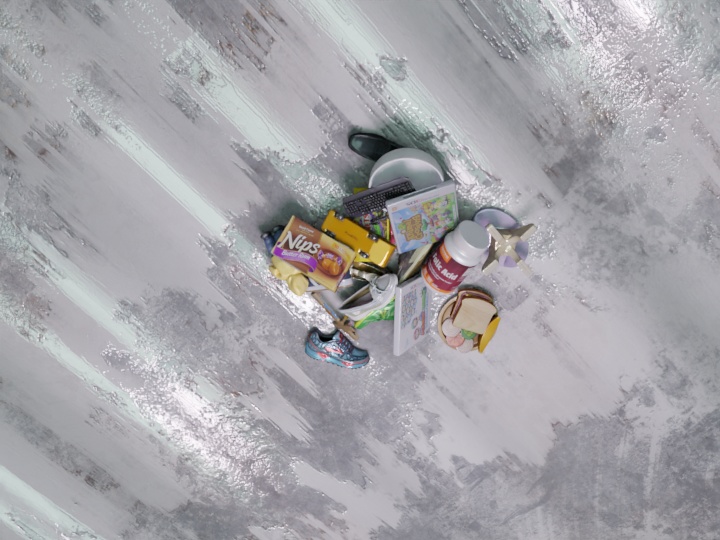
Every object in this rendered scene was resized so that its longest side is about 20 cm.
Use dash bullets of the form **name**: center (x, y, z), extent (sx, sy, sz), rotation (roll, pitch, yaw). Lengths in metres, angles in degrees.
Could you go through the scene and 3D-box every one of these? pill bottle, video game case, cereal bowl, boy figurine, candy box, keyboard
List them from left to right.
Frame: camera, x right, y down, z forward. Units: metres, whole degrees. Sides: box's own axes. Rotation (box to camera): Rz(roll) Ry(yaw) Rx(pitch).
- **boy figurine**: center (-0.197, -0.025, 1.579), extent (0.123, 0.064, 0.202), rotation (-31, 84, 9)
- **candy box**: center (-0.123, -0.044, 1.514), extent (0.198, 0.056, 0.118), rotation (31, 83, 8)
- **candy box**: center (0.031, -0.125, 1.574), extent (0.100, 0.026, 0.204), rotation (0, 96, 12)
- **keyboard**: center (0.059, -0.169, 1.489), extent (0.197, 0.021, 0.127), rotation (-15, 138, 26)
- **cereal bowl**: center (0.118, -0.239, 1.477), extent (0.196, 0.084, 0.202), rotation (2, 142, 2)
- **video game case**: center (0.151, 0.116, 1.619), extent (0.023, 0.181, 0.204), rotation (14, 113, 33)
- **video game case**: center (0.167, -0.136, 1.496), extent (0.179, 0.022, 0.201), rotation (-18, 143, 2)
- **pill bottle**: center (0.255, -0.034, 1.545), extent (0.113, 0.115, 0.201), rotation (25, 136, -8)

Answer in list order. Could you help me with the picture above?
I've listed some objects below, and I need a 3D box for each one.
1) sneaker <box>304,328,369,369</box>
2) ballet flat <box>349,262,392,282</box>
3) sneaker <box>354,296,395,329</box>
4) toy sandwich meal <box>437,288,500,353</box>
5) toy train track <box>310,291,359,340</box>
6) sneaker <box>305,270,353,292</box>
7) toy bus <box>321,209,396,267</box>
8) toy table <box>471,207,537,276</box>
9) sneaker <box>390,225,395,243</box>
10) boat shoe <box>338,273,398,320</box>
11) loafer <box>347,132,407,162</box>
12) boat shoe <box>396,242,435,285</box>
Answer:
- **sneaker**: center (-0.063, 0.228, 1.698), extent (0.196, 0.079, 0.097), rotation (13, 107, -5)
- **ballet flat**: center (0.000, 0.000, 1.621), extent (0.196, 0.076, 0.069), rotation (16, 111, -5)
- **sneaker**: center (0.068, 0.121, 1.664), extent (0.198, 0.074, 0.084), rotation (-32, 103, 10)
- **toy sandwich meal**: center (0.321, 0.156, 1.679), extent (0.201, 0.070, 0.209), rotation (0, 109, 0)
- **toy train track**: center (-0.067, 0.125, 1.654), extent (0.200, 0.114, 0.033), rotation (48, 68, -23)
- **sneaker**: center (-0.109, 0.000, 1.605), extent (0.197, 0.070, 0.111), rotation (-7, 94, 37)
- **toy bus**: center (-0.004, -0.087, 1.531), extent (0.198, 0.078, 0.066), rotation (31, 102, 8)
- **toy table**: center (0.393, -0.074, 1.577), extent (0.198, 0.117, 0.185), rotation (33, 106, -12)
- **sneaker**: center (0.142, -0.139, 1.567), extent (0.199, 0.087, 0.074), rotation (-36, 106, 12)
- **boat shoe**: center (0.023, 0.071, 1.586), extent (0.064, 0.076, 0.201), rotation (23, 136, -37)
- **loafer**: center (0.063, -0.316, 1.514), extent (0.197, 0.071, 0.069), rotation (17, 106, -6)
- **boat shoe**: center (0.137, -0.026, 1.610), extent (0.066, 0.072, 0.202), rotation (37, 90, 16)
